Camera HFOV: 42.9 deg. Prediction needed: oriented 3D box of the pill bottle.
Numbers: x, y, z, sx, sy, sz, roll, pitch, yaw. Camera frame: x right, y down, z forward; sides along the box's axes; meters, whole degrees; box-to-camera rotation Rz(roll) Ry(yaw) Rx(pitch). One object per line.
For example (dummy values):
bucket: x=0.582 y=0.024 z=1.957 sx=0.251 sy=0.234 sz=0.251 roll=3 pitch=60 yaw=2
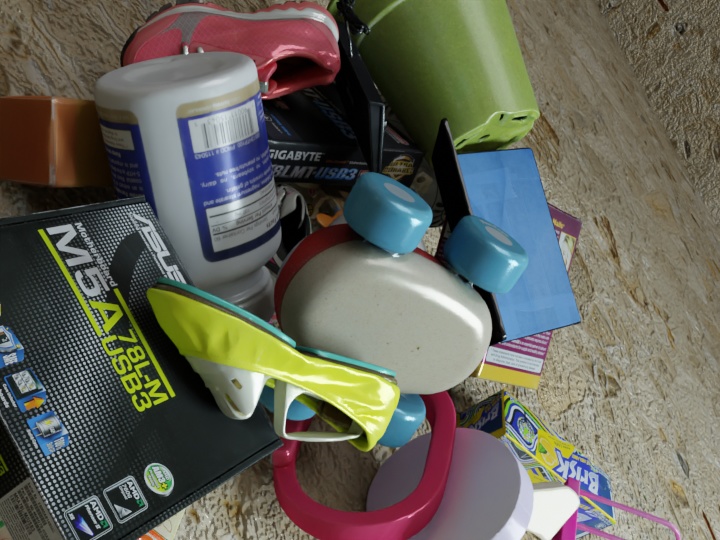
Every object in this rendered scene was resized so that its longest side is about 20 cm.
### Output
pill bottle: x=-0.123 y=-0.054 z=0.697 sx=0.120 sy=0.118 sz=0.202 roll=-55 pitch=142 yaw=-59

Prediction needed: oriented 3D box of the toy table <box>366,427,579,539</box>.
toy table: x=0.095 y=0.222 z=0.767 sx=0.117 sy=0.184 sz=0.200 roll=51 pitch=-4 yaw=-18

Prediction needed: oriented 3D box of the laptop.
laptop: x=0.143 y=-0.036 z=0.839 sx=0.200 sy=0.115 sz=0.189 roll=79 pitch=-4 yaw=-82

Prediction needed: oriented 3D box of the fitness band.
fitness band: x=0.005 y=0.143 z=0.757 sx=0.142 sy=0.038 sz=0.201 roll=13 pitch=34 yaw=6

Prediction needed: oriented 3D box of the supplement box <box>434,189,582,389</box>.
supplement box: x=0.149 y=0.017 z=1.010 sx=0.130 sy=0.103 sz=0.202 roll=18 pitch=88 yaw=-47

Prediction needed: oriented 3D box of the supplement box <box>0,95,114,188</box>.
supplement box: x=-0.193 y=-0.102 z=0.748 sx=0.199 sy=0.068 sz=0.067 roll=-7 pitch=102 yaw=-57

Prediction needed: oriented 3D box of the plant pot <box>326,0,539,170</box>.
plant pot: x=0.090 y=-0.212 z=0.936 sx=0.199 sy=0.199 sz=0.191 roll=-5 pitch=67 yaw=-57

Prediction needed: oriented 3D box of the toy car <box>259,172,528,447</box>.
toy car: x=0.000 y=0.000 z=0.741 sx=0.176 sy=0.185 sz=0.200 roll=20 pitch=22 yaw=-28

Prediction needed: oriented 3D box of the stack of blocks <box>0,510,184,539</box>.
stack of blocks: x=-0.162 y=0.103 z=0.610 sx=0.115 sy=0.058 sz=0.201 roll=44 pitch=31 yaw=-20

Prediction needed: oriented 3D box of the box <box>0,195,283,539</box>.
box: x=-0.157 y=0.058 z=0.554 sx=0.201 sy=0.047 sz=0.193 roll=60 pitch=31 yaw=7

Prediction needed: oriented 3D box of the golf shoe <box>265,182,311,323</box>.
golf shoe: x=-0.082 y=-0.055 z=0.857 sx=0.072 sy=0.092 sz=0.202 roll=14 pitch=48 yaw=-46

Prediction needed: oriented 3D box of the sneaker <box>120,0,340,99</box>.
sneaker: x=-0.110 y=-0.188 z=0.805 sx=0.198 sy=0.074 sz=0.087 roll=-9 pitch=48 yaw=-10

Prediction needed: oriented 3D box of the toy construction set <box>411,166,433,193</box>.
toy construction set: x=0.033 y=-0.016 z=0.956 sx=0.131 sy=0.091 sz=0.202 roll=65 pitch=25 yaw=-56

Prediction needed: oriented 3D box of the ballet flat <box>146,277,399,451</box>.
ballet flat: x=-0.055 y=0.070 z=0.592 sx=0.199 sy=0.067 sz=0.068 roll=27 pitch=75 yaw=-34

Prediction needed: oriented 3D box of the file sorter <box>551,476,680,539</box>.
file sorter: x=0.214 y=0.318 z=0.817 sx=0.124 sy=0.140 sz=0.200 roll=18 pitch=31 yaw=8

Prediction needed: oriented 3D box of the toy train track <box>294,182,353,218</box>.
toy train track: x=-0.022 y=-0.048 z=0.886 sx=0.114 sy=0.033 sz=0.200 roll=10 pitch=36 yaw=-51

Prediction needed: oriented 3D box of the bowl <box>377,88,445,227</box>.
bowl: x=0.057 y=-0.124 z=1.068 sx=0.094 sy=0.200 sz=0.202 roll=-35 pitch=90 yaw=-39

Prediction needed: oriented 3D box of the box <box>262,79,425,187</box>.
box: x=-0.068 y=-0.153 z=0.909 sx=0.197 sy=0.050 sz=0.200 roll=-2 pitch=37 yaw=-39

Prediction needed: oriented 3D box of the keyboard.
keyboard: x=-0.003 y=-0.183 z=0.830 sx=0.201 sy=0.020 sz=0.128 roll=-109 pitch=-168 yaw=-54

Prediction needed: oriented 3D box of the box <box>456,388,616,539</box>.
box: x=0.195 y=0.217 z=1.007 sx=0.200 sy=0.070 sz=0.065 roll=39 pitch=35 yaw=-26
